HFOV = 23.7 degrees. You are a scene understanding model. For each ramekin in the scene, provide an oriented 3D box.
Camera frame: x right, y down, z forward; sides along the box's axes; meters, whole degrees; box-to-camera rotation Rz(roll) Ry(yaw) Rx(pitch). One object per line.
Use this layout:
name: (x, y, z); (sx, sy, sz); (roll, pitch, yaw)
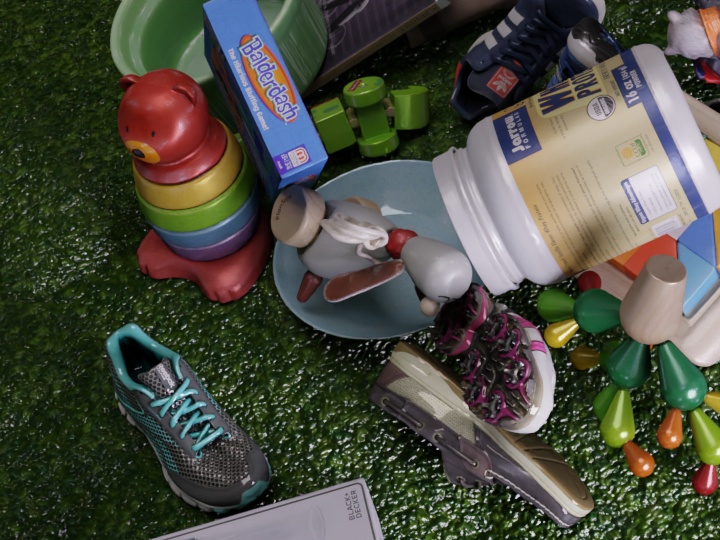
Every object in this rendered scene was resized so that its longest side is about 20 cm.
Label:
ramekin: (-0.129, -0.223, 1.635); (0.199, 0.098, 0.201); (-15, 51, 19)

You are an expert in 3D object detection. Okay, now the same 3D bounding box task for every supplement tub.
supplement tub: (0.171, -0.076, 1.351); (0.200, 0.144, 0.145); (-25, 47, 11)

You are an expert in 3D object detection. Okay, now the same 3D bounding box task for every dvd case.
dvd case: (0.000, -0.261, 1.658); (0.200, 0.016, 0.149); (-31, 44, 22)

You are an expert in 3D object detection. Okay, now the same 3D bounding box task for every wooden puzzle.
wooden puzzle: (0.262, -0.045, 1.398); (0.185, 0.037, 0.200); (-47, 59, -5)

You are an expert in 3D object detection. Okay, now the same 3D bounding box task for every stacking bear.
stacking bear: (-0.150, -0.087, 1.476); (0.121, 0.200, 0.114); (19, 57, 29)

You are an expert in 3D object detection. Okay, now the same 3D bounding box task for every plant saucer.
plant saucer: (0.026, -0.010, 1.471); (0.200, 0.039, 0.201); (-8, 48, 9)

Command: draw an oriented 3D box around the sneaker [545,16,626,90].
sneaker: (0.200, -0.159, 1.465); (0.077, 0.200, 0.076); (-41, 76, 7)

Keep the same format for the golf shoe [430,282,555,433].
golf shoe: (0.120, 0.072, 1.300); (0.073, 0.092, 0.200); (-56, 18, 13)

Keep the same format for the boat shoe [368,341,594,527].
boat shoe: (0.089, 0.135, 1.314); (0.201, 0.072, 0.066); (40, 101, 24)

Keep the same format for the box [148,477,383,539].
box: (-0.076, 0.240, 1.269); (0.199, 0.060, 0.117); (-17, 48, 0)

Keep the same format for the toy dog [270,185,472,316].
toy dog: (0.000, 0.000, 1.375); (0.131, 0.097, 0.200); (13, 10, -20)

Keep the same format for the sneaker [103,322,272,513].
sneaker: (-0.148, 0.115, 1.376); (0.078, 0.091, 0.200); (-39, 51, -17)

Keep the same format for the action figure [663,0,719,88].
action figure: (0.360, -0.232, 1.529); (0.193, 0.105, 0.200); (-12, 50, -7)

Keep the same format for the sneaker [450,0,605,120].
sneaker: (0.143, -0.189, 1.510); (0.075, 0.200, 0.085); (37, 61, -6)

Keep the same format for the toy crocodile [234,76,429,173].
toy crocodile: (-0.030, -0.131, 1.573); (0.199, 0.068, 0.062); (-18, 27, -3)

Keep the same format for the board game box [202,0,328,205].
board game box: (-0.082, -0.140, 1.430); (0.045, 0.200, 0.152); (-24, 89, -7)

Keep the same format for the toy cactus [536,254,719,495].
toy cactus: (0.217, 0.058, 1.286); (0.102, 0.165, 0.200); (-15, 50, -25)

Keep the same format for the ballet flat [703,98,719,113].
ballet flat: (0.230, -0.105, 1.482); (0.199, 0.057, 0.067); (-19, 49, -1)

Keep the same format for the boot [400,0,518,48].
boot: (0.103, -0.263, 1.656); (0.146, 0.070, 0.200); (-35, 49, -7)
